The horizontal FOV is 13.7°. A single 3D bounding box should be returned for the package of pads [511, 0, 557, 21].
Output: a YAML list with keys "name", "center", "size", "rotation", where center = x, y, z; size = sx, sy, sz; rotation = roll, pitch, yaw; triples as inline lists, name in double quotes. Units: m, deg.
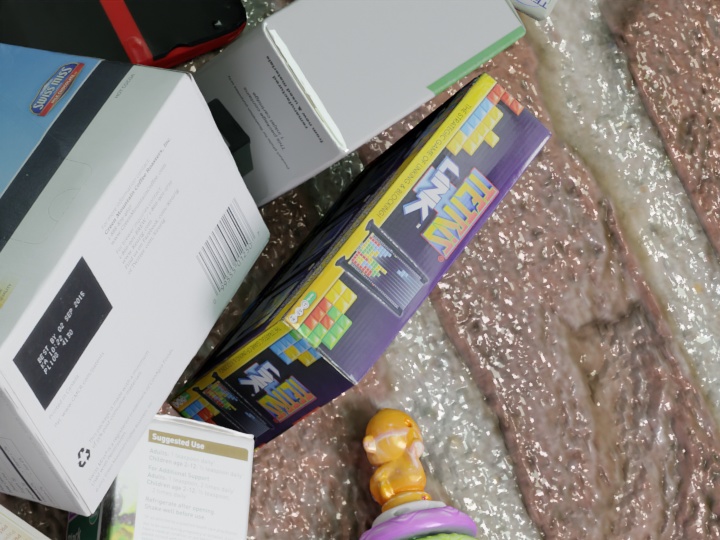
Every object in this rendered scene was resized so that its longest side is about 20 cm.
- name: "package of pads"
  center: [0.039, -0.227, 1.726]
  size: [0.154, 0.200, 0.068]
  rotation: [28, 104, -17]

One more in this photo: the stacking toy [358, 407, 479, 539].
- name: "stacking toy"
  center: [0.036, 0.168, 1.647]
  size: [0.116, 0.110, 0.200]
  rotation: [5, 59, -41]

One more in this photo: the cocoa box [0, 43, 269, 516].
- name: "cocoa box"
  center: [-0.165, 0.002, 1.548]
  size: [0.200, 0.131, 0.133]
  rotation: [-59, 143, -29]

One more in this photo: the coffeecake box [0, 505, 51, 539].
- name: "coffeecake box"
  center: [-0.205, 0.166, 1.444]
  size: [0.200, 0.154, 0.073]
  rotation: [32, 58, 19]

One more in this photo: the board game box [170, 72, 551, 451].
- name: "board game box"
  center: [0.000, 0.000, 1.638]
  size: [0.057, 0.165, 0.200]
  rotation: [43, 61, -7]

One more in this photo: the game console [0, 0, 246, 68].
- name: "game console"
  center: [-0.176, -0.194, 1.698]
  size: [0.177, 0.031, 0.200]
  rotation: [-25, 86, -35]

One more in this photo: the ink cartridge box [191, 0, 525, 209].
- name: "ink cartridge box"
  center: [-0.025, -0.102, 1.640]
  size: [0.146, 0.200, 0.084]
  rotation: [-35, 93, -31]

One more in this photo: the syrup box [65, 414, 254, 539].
- name: "syrup box"
  center: [-0.112, 0.182, 1.571]
  size: [0.081, 0.079, 0.200]
  rotation: [12, 69, -22]
